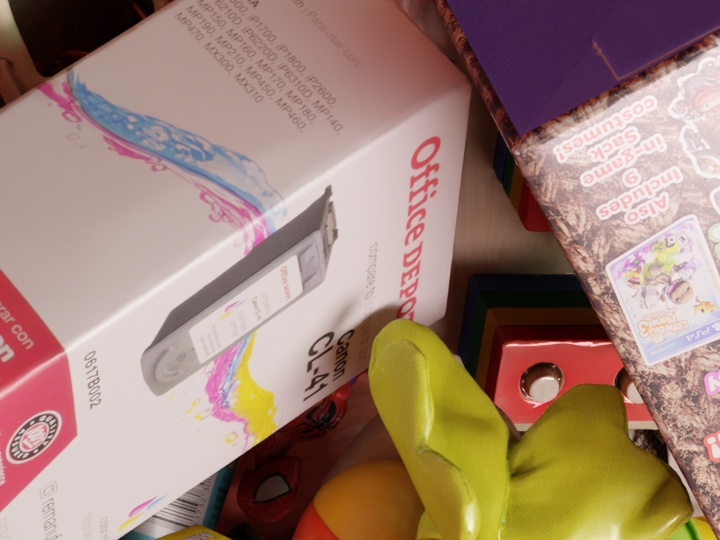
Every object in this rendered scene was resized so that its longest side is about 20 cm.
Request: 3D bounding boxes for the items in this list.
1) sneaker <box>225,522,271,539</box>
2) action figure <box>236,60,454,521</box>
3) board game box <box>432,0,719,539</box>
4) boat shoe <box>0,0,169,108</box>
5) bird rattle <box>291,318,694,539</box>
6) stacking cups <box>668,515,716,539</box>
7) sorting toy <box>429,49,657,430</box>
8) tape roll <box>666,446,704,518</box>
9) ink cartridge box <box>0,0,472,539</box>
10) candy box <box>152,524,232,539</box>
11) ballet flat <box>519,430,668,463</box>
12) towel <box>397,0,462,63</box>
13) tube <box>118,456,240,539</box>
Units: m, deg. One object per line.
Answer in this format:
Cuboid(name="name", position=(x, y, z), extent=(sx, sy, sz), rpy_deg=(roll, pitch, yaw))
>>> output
Cuboid(name="sneaker", position=(0.024, 0.142, 1.070), extent=(0.199, 0.074, 0.080), rpy_deg=(11, 110, -27))
Cuboid(name="action figure", position=(0.000, 0.000, 1.046), extent=(0.065, 0.052, 0.201), rpy_deg=(23, 92, -57))
Cuboid(name="board game box", position=(0.108, -0.023, 0.865), extent=(0.096, 0.160, 0.201), rpy_deg=(-28, 122, 4))
Cuboid(name="boat shoe", position=(-0.091, -0.080, 0.885), extent=(0.071, 0.062, 0.200), rpy_deg=(-55, 142, -17))
Cuboid(name="bird rattle", position=(0.016, 0.113, 0.931), extent=(0.112, 0.163, 0.201), rpy_deg=(21, 104, -17))
Cuboid(name="stacking cups", position=(0.079, 0.099, 1.083), extent=(0.200, 0.060, 0.061), rpy_deg=(27, 87, -46))
Cuboid(name="sorting toy", position=(0.130, -0.019, 1.008), extent=(0.197, 0.070, 0.201), rpy_deg=(0, 119, -15))
Cuboid(name="tape roll", position=(0.202, 0.024, 1.202), extent=(0.202, 0.070, 0.204), rpy_deg=(-29, 124, -55))
Cuboid(name="ink cartridge box", position=(-0.068, 0.004, 0.873), extent=(0.199, 0.086, 0.148), rpy_deg=(-33, 156, -20))
Cuboid(name="candy box", position=(-0.088, 0.189, 0.916), extent=(0.102, 0.026, 0.202), rpy_deg=(-16, 117, -53))
Cuboid(name="ballet flat", position=(0.075, 0.107, 1.177), extent=(0.200, 0.068, 0.075), rpy_deg=(-51, 120, -19))
Cuboid(name="towel", position=(0.107, -0.146, 1.000), extent=(0.190, 0.032, 0.201), rpy_deg=(26, 101, -27))
Cuboid(name="tube", position=(-0.050, 0.011, 0.994), extent=(0.077, 0.050, 0.201), rpy_deg=(25, 82, -55))
